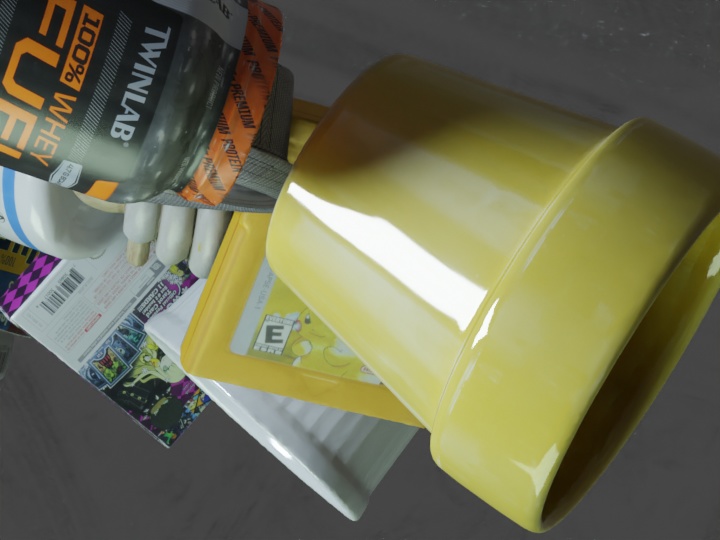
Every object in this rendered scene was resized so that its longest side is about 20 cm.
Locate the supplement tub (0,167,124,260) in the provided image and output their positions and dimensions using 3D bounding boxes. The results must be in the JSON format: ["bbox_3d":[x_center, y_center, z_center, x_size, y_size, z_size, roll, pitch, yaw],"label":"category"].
[{"bbox_3d":[-0.249,-0.094,1.505,0.199,0.133,0.132,19,177,30],"label":"supplement tub"}]

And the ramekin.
[{"bbox_3d":[-0.046,0.071,1.541,0.200,0.098,0.201,41,172,7],"label":"ramekin"}]

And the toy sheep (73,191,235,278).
[{"bbox_3d":[-0.088,-0.056,1.426,0.198,0.139,0.138,3,178,-8],"label":"toy sheep"}]

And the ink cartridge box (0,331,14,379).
[{"bbox_3d":[-0.387,0.041,1.742,0.198,0.048,0.160,13,180,7],"label":"ink cartridge box"}]

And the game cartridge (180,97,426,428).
[{"bbox_3d":[0.000,0.000,1.379,0.175,0.201,0.033,13,-145,-16],"label":"game cartridge"}]

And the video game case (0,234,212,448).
[{"bbox_3d":[-0.133,0.003,1.600,0.181,0.200,0.036,43,177,-38],"label":"video game case"}]

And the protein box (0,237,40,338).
[{"bbox_3d":[-0.334,-0.074,1.697,0.199,0.200,0.135,16,178,23],"label":"protein box"}]

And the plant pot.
[{"bbox_3d":[0.065,-0.005,1.095,0.188,0.202,0.201,32,180,16],"label":"plant pot"}]

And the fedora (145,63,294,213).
[{"bbox_3d":[-0.112,-0.093,1.262,0.199,0.091,0.176,4,170,45],"label":"fedora"}]

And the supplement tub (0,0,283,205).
[{"bbox_3d":[-0.142,-0.105,0.994,0.198,0.124,0.122,18,176,-14],"label":"supplement tub"}]
